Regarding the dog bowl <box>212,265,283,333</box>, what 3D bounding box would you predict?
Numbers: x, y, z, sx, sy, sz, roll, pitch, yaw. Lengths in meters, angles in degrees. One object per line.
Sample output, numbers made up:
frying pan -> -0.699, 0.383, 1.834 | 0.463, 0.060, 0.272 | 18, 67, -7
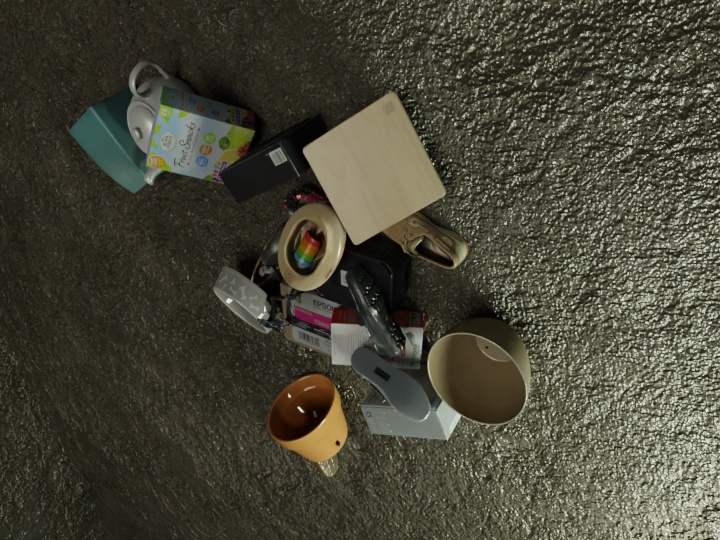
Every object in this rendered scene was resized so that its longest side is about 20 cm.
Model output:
dog bowl -> -0.279, 0.077, 1.455 | 0.197, 0.059, 0.201 | 33, 160, 13

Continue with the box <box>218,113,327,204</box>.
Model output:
box -> -0.169, -0.223, 1.191 | 0.197, 0.142, 0.080 | -14, 117, 41

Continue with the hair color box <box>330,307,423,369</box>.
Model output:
hair color box -> 0.036, 0.145, 1.273 | 0.193, 0.065, 0.114 | 4, 122, 5

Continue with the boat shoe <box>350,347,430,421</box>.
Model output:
boat shoe -> 0.062, 0.235, 1.204 | 0.197, 0.074, 0.068 | 31, 168, 23

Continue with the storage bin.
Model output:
storage bin -> 0.000, 0.000, 1.242 | 0.195, 0.094, 0.139 | 17, 126, 26

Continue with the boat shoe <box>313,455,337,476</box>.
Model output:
boat shoe -> -0.131, 0.480, 1.654 | 0.067, 0.071, 0.204 | -27, 93, 48

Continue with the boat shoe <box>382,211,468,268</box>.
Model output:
boat shoe -> 0.109, -0.065, 1.141 | 0.196, 0.064, 0.073 | 24, 129, 22

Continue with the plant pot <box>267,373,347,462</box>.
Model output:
plant pot -> -0.120, 0.389, 1.518 | 0.196, 0.203, 0.142 | -4, 133, 37

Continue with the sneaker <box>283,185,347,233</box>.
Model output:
sneaker -> -0.065, -0.119, 1.237 | 0.196, 0.082, 0.075 | 19, 156, 26

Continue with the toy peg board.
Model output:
toy peg board -> 0.030, -0.192, 1.102 | 0.196, 0.098, 0.203 | -27, 101, 16

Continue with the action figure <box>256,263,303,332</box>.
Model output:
action figure -> -0.155, 0.025, 1.291 | 0.116, 0.205, 0.102 | -4, 148, 32

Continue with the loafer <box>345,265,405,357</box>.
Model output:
loafer -> 0.019, 0.086, 1.171 | 0.069, 0.068, 0.204 | -19, 109, 33

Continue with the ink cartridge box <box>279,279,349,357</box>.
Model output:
ink cartridge box -> -0.087, 0.106, 1.384 | 0.195, 0.075, 0.169 | 17, 127, 28

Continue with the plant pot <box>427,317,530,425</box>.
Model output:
plant pot -> 0.243, 0.171, 1.142 | 0.196, 0.134, 0.205 | 18, 127, 25

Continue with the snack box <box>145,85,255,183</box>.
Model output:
snack box -> -0.340, -0.278, 1.256 | 0.195, 0.069, 0.170 | 10, 139, -25

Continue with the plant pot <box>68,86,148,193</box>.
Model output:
plant pot -> -0.565, -0.306, 1.440 | 0.139, 0.142, 0.202 | -19, 113, 41

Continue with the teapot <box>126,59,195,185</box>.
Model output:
teapot -> -0.453, -0.333, 1.329 | 0.195, 0.146, 0.203 | -25, 101, 42

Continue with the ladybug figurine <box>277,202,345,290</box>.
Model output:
ladybug figurine -> -0.092, -0.048, 1.169 | 0.136, 0.071, 0.201 | 45, 123, 12

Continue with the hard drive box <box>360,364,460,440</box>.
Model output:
hard drive box -> 0.122, 0.278, 1.282 | 0.196, 0.156, 0.079 | -8, 114, 39

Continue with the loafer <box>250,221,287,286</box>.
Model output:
loafer -> -0.200, -0.029, 1.383 | 0.072, 0.072, 0.202 | 40, 132, 9
